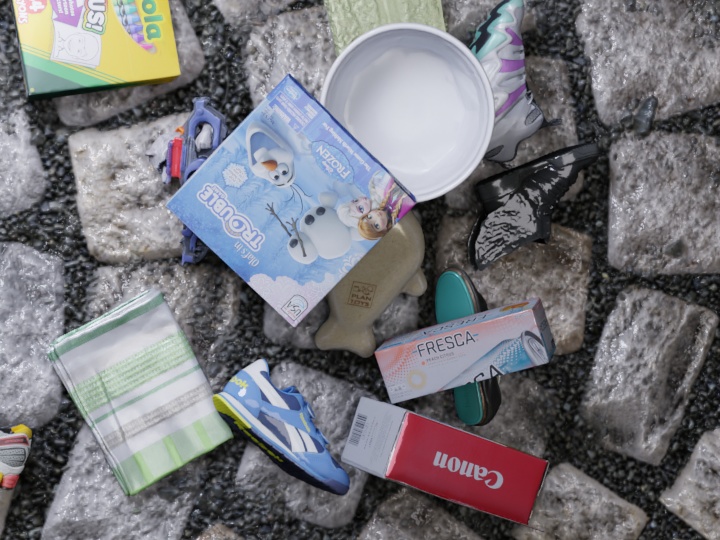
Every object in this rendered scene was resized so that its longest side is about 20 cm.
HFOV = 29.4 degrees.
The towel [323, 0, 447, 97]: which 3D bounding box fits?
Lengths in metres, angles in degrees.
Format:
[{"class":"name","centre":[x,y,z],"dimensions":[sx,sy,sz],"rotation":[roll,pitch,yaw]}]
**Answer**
[{"class":"towel","centre":[0.031,-0.300,1.650],"dimensions":[0.147,0.036,0.201],"rotation":[-14,93,-7]}]

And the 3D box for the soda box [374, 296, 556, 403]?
[{"class":"soda box","centre":[0.121,0.093,1.595],"dimensions":[0.199,0.064,0.069],"rotation":[-17,97,20]}]

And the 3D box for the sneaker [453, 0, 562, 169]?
[{"class":"sneaker","centre":[0.192,-0.221,1.681],"dimensions":[0.139,0.078,0.201],"rotation":[23,93,-15]}]

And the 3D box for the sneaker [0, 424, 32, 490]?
[{"class":"sneaker","centre":[-0.454,0.163,1.511],"dimensions":[0.199,0.078,0.082],"rotation":[32,78,-22]}]

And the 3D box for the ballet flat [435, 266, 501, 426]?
[{"class":"ballet flat","centre":[0.134,0.088,1.666],"dimensions":[0.068,0.068,0.201],"rotation":[-21,108,-47]}]

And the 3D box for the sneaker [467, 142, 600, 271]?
[{"class":"sneaker","centre":[0.215,-0.080,1.692],"dimensions":[0.199,0.060,0.105],"rotation":[-21,98,-12]}]

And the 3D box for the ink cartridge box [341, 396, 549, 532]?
[{"class":"ink cartridge box","centre":[0.106,0.223,1.586],"dimensions":[0.199,0.175,0.084],"rotation":[21,84,-22]}]

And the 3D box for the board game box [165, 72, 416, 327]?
[{"class":"board game box","centre":[-0.076,-0.076,1.522],"dimensions":[0.200,0.043,0.199],"rotation":[43,99,-10]}]

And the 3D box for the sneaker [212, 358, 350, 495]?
[{"class":"sneaker","centre":[-0.077,0.186,1.604],"dimensions":[0.200,0.074,0.082],"rotation":[44,66,-17]}]

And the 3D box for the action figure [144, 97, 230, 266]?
[{"class":"action figure","centre":[-0.156,-0.105,1.593],"dimensions":[0.192,0.105,0.201],"rotation":[14,111,-7]}]

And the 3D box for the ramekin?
[{"class":"ramekin","centre":[0.052,-0.184,1.580],"dimensions":[0.199,0.105,0.202],"rotation":[0,101,1]}]

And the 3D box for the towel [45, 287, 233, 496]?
[{"class":"towel","centre":[-0.251,0.140,1.581],"dimensions":[0.149,0.031,0.201],"rotation":[-29,97,-12]}]

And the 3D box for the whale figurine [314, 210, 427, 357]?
[{"class":"whale figurine","centre":[0.000,0.000,1.626],"dimensions":[0.158,0.104,0.201],"rotation":[9,111,-10]}]

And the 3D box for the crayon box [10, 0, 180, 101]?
[{"class":"crayon box","centre":[-0.307,-0.305,1.555],"dimensions":[0.171,0.058,0.201],"rotation":[-10,92,-14]}]
